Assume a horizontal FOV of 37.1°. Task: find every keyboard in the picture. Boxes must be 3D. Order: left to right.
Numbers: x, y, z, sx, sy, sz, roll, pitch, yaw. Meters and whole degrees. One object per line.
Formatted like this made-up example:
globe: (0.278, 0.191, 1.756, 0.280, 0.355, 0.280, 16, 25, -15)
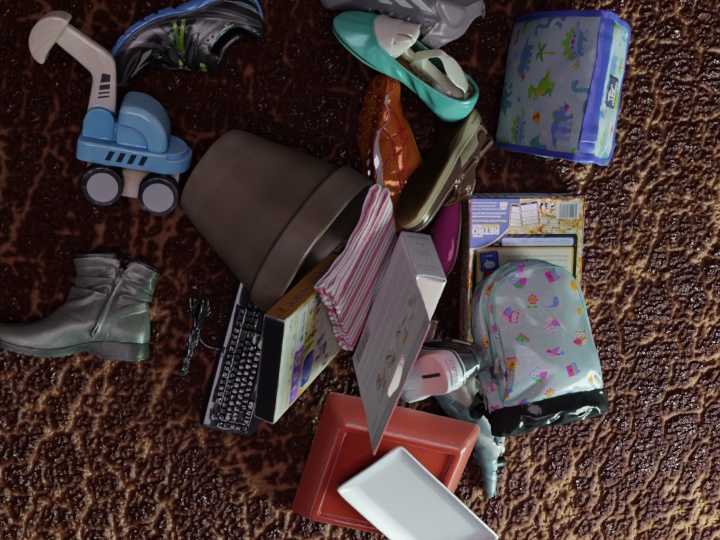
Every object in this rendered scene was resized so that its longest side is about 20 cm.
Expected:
keyboard: (-0.167, 0.104, 1.356, 0.127, 0.021, 0.201, 14, 96, -9)

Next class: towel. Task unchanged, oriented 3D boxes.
towel: (0.000, 0.000, 1.259, 0.030, 0.200, 0.147, 23, 72, 14)

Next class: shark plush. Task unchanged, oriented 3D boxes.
shark plush: (0.146, 0.202, 1.403, 0.083, 0.091, 0.200, -13, 122, 15)

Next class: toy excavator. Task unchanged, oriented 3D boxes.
toy excavator: (-0.285, -0.183, 1.231, 0.194, 0.100, 0.200, 9, 113, -10)

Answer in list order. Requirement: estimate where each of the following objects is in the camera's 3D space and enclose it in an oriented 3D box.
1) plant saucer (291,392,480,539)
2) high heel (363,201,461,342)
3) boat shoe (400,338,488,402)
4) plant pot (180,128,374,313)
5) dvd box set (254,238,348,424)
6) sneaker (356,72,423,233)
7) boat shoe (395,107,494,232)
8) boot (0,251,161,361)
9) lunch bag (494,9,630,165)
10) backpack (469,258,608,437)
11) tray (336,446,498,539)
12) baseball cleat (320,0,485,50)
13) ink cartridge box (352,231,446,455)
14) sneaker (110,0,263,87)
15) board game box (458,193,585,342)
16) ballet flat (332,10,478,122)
plant saucer: (0.030, 0.263, 1.361, 0.199, 0.037, 0.200, 14, 119, -8)
high heel: (0.064, -0.005, 1.341, 0.096, 0.067, 0.201, 14, 95, -5)
boat shoe: (0.092, 0.120, 1.304, 0.071, 0.200, 0.072, -15, 94, -22)
plant pot: (-0.110, -0.070, 1.262, 0.173, 0.200, 0.200, 35, 94, 6)
dvd box set: (-0.058, 0.067, 1.257, 0.029, 0.200, 0.147, 20, 124, 18)
sneaker: (0.040, -0.146, 1.323, 0.077, 0.073, 0.201, -8, 107, -22)
boat shoe: (0.110, -0.111, 1.292, 0.072, 0.072, 0.200, 45, 51, -20)
boot: (-0.348, 0.039, 1.309, 0.199, 0.068, 0.131, 4, 94, -14)
lunch bag: (0.244, -0.214, 1.259, 0.127, 0.200, 0.171, 6, 98, -7)
backpack: (0.209, 0.086, 1.279, 0.166, 0.127, 0.201, -10, 83, -16)
tray: (0.073, 0.302, 1.350, 0.107, 0.022, 0.200, -37, 113, 18)
baseball cleat: (0.054, -0.312, 1.288, 0.199, 0.070, 0.107, -10, 100, -4)
ink cartridge box: (0.049, 0.084, 1.233, 0.043, 0.174, 0.200, 9, 124, -18)
sneaker: (-0.206, -0.265, 1.261, 0.199, 0.071, 0.083, -24, 83, -5)
board game box: (0.204, 0.002, 1.366, 0.151, 0.046, 0.201, 0, 99, -7)
ballet flat: (0.062, -0.252, 1.257, 0.200, 0.070, 0.067, 34, 51, -20)
